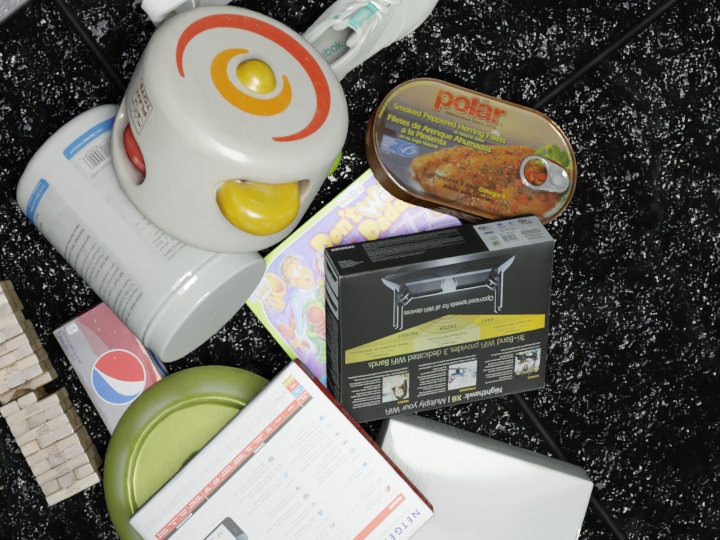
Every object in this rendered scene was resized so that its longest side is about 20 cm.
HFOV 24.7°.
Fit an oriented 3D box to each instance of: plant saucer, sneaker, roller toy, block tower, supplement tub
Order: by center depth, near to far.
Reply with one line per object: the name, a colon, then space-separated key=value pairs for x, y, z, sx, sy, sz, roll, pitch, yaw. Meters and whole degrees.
roller toy: x=-0.108 y=-0.120 z=1.367 sx=0.182 sy=0.201 sz=0.140 roll=34 pitch=135 yaw=0
supplement tub: x=-0.193 y=-0.034 z=1.439 sx=0.132 sy=0.132 sz=0.200 roll=-44 pitch=80 yaw=2
plant saucer: x=-0.131 y=0.186 z=1.455 sx=0.197 sy=0.031 sz=0.203 roll=0 pitch=90 yaw=0
sneaker: x=0.006 y=-0.227 z=1.469 sx=0.200 sy=0.088 sz=0.075 roll=-45 pitch=92 yaw=2
block tower: x=-0.303 y=0.111 z=1.505 sx=0.054 sy=0.058 sz=0.202 roll=-26 pitch=92 yaw=1

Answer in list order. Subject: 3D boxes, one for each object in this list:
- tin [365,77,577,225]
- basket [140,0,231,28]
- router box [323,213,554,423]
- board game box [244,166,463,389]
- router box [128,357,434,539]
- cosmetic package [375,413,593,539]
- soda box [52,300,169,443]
tin: x=0.099 y=-0.103 z=1.477 sx=0.198 sy=0.042 sz=0.113 roll=16 pitch=78 yaw=-15
basket: x=-0.125 y=-0.314 z=1.440 sx=0.199 sy=0.136 sz=0.124 roll=-34 pitch=90 yaw=2
router box: x=0.069 y=0.043 z=1.453 sx=0.198 sy=0.052 sz=0.159 roll=-9 pitch=123 yaw=-15
board game box: x=0.000 y=0.000 z=1.506 sx=0.200 sy=0.045 sz=0.135 roll=-40 pitch=94 yaw=2
router box: x=-0.067 y=0.209 z=1.415 sx=0.200 sy=0.049 sz=0.180 roll=-43 pitch=90 yaw=1
cosmetic package: x=0.102 y=0.209 z=1.507 sx=0.198 sy=0.081 sz=0.114 roll=19 pitch=94 yaw=-3
soda box: x=-0.200 y=0.123 z=1.502 sx=0.070 sy=0.063 sz=0.201 roll=-29 pitch=95 yaw=-1
